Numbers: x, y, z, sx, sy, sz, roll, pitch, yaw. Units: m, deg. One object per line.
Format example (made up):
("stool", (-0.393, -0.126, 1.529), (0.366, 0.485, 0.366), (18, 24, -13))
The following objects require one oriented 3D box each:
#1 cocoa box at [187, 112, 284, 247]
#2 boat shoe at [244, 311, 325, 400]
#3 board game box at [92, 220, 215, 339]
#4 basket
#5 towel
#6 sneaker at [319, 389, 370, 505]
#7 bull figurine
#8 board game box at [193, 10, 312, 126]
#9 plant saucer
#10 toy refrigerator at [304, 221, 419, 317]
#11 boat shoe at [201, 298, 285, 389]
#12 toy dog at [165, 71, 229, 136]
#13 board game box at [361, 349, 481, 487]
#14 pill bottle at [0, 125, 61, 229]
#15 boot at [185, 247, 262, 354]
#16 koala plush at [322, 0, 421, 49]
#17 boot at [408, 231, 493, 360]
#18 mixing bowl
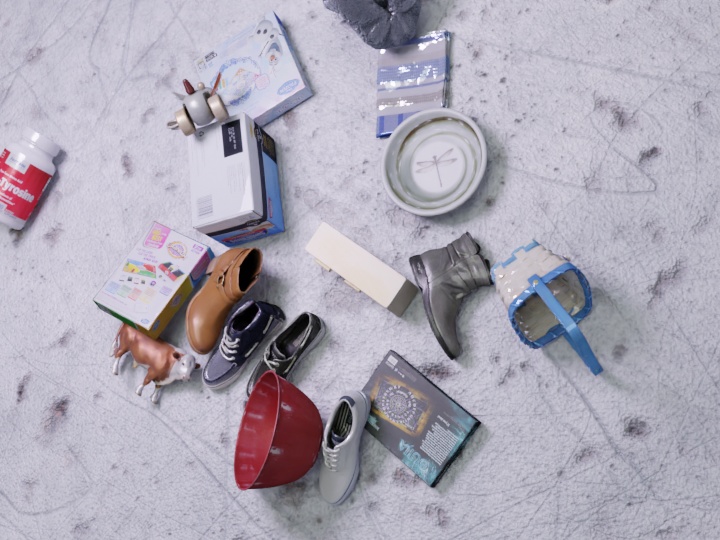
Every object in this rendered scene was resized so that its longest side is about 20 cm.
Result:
("cocoa box", (-0.235, -0.167, 1.709), (0.132, 0.131, 0.203), (-14, 70, 18))
("boat shoe", (-0.146, 0.154, 1.620), (0.071, 0.064, 0.201), (39, 92, 26))
("board game box", (-0.396, 0.015, 1.740), (0.152, 0.040, 0.201), (23, 67, 26))
("basket", (0.300, 0.060, 1.406), (0.138, 0.176, 0.201), (-33, 55, 6))
("towel", (0.096, -0.350, 1.688), (0.145, 0.024, 0.203), (-3, 74, 22))
("sneaker", (-0.040, 0.297, 1.516), (0.072, 0.070, 0.203), (14, 96, 30))
("bull figurine", (-0.396, 0.173, 1.714), (0.199, 0.065, 0.122), (35, 89, 27))
("board game box", (-0.218, -0.386, 1.812), (0.198, 0.043, 0.201), (-28, 66, 13))
("plant saucer", (0.135, -0.187, 1.611), (0.197, 0.050, 0.203), (-6, 73, 21))
("toy refrigerator", (0.000, 0.000, 1.599), (0.199, 0.076, 0.070), (36, 90, 26))
("boat shoe", (-0.232, 0.131, 1.645), (0.200, 0.093, 0.075), (-48, 64, 3))
("toy dog", (-0.308, -0.326, 1.697), (0.131, 0.097, 0.200), (-30, 25, -16))
("board game box", (0.086, 0.247, 1.519), (0.199, 0.028, 0.136), (38, 94, 26))
("pill bottle", (-0.725, -0.199, 1.926), (0.111, 0.112, 0.202), (28, 87, 26))
("boot", (-0.243, 0.053, 1.651), (0.154, 0.076, 0.202), (-11, 55, 54))
("koala plush", (0.013, -0.521, 1.706), (0.177, 0.184, 0.200), (-41, 33, 1))
("boot", (0.168, 0.038, 1.529), (0.129, 0.068, 0.203), (-21, 70, 9))
("mixing bowl", (-0.130, 0.280, 1.530), (0.201, 0.107, 0.202), (-52, 29, 44))
